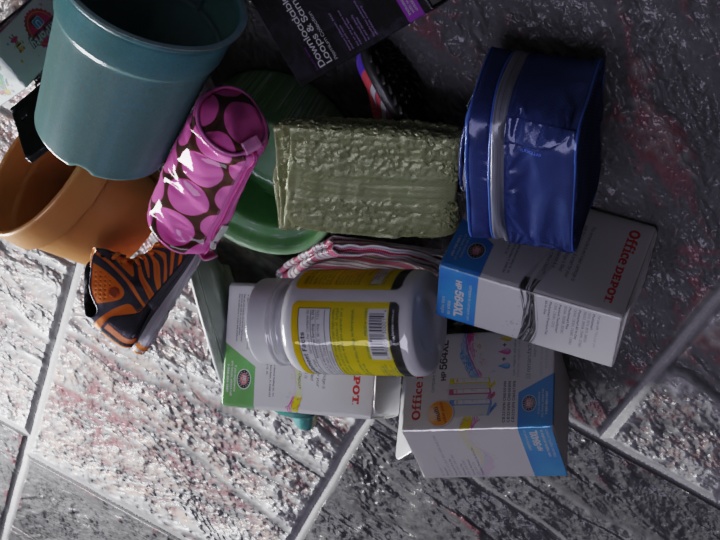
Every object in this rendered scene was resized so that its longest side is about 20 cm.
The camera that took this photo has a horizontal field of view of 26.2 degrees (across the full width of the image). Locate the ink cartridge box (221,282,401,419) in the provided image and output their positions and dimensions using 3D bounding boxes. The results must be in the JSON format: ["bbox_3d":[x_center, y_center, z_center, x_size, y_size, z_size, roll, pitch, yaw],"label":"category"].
[{"bbox_3d":[-0.053,0.092,1.792,0.198,0.146,0.084,2,177,25],"label":"ink cartridge box"}]

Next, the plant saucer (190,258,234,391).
[{"bbox_3d":[-0.170,0.050,1.889,0.050,0.201,0.201,-16,131,-4],"label":"plant saucer"}]

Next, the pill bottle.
[{"bbox_3d":[-0.016,0.055,1.669,0.198,0.115,0.115,0,132,24],"label":"pill bottle"}]

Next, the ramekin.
[{"bbox_3d":[-0.102,-0.124,1.708,0.198,0.098,0.201,16,138,15],"label":"ramekin"}]

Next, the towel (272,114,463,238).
[{"bbox_3d":[0.008,-0.097,1.598,0.198,0.037,0.149,2,132,0],"label":"towel"}]

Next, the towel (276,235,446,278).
[{"bbox_3d":[0.000,0.000,1.733,0.145,0.030,0.200,8,167,-20],"label":"towel"}]

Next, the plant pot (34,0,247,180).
[{"bbox_3d":[-0.242,-0.213,1.590,0.199,0.201,0.197,29,127,0],"label":"plant pot"}]

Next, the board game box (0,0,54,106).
[{"bbox_3d":[-0.408,-0.232,1.738,0.199,0.148,0.064,-23,116,42],"label":"board game box"}]

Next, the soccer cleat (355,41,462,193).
[{"bbox_3d":[0.039,-0.153,1.622,0.073,0.068,0.200,-14,128,34],"label":"soccer cleat"}]

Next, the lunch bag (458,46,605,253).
[{"bbox_3d":[0.164,-0.116,1.532,0.131,0.136,0.201,11,136,16],"label":"lunch bag"}]

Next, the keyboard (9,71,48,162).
[{"bbox_3d":[-0.319,-0.211,1.764,0.199,0.105,0.040,-31,157,28],"label":"keyboard"}]

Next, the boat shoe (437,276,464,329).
[{"bbox_3d":[0.056,0.065,1.825,0.068,0.057,0.200,15,148,-34],"label":"boat shoe"}]

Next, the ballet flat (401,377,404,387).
[{"bbox_3d":[0.005,0.145,1.937,0.072,0.072,0.200,39,161,-12],"label":"ballet flat"}]

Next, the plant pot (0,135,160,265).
[{"bbox_3d":[-0.324,-0.093,1.812,0.199,0.201,0.140,-16,139,40],"label":"plant pot"}]

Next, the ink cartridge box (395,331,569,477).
[{"bbox_3d":[0.134,0.156,1.785,0.198,0.129,0.126,-4,147,14],"label":"ink cartridge box"}]

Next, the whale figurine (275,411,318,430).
[{"bbox_3d":[-0.104,0.130,1.946,0.200,0.103,0.160,-24,85,60],"label":"whale figurine"}]

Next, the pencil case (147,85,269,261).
[{"bbox_3d":[-0.158,-0.099,1.625,0.094,0.090,0.200,58,146,21],"label":"pencil case"}]

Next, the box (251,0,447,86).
[{"bbox_3d":[-0.024,-0.283,1.521,0.199,0.036,0.144,-24,99,45],"label":"box"}]

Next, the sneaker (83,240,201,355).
[{"bbox_3d":[-0.245,-0.014,1.753,0.112,0.201,0.078,31,156,-8],"label":"sneaker"}]

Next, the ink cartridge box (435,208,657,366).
[{"bbox_3d":[0.196,0.001,1.628,0.199,0.146,0.085,18,137,14],"label":"ink cartridge box"}]
